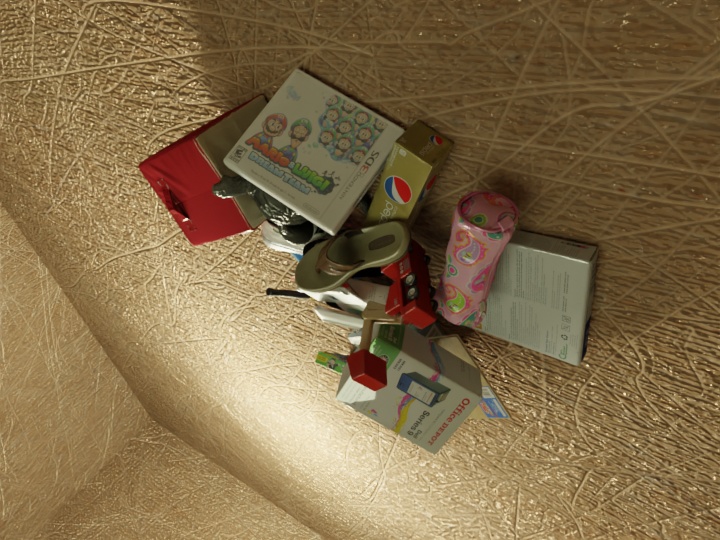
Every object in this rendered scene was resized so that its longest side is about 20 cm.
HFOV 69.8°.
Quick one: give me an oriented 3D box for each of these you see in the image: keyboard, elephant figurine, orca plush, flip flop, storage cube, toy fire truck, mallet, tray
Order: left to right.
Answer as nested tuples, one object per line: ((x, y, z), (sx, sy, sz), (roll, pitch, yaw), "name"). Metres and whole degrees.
((-0.230, -0.167, 0.889), (0.179, 0.200, 0.172), (-8, 121, 41), "storage cube")
((-0.098, -0.112, 0.809), (0.154, 0.200, 0.142), (18, 138, 30), "elephant figurine")
((-0.103, 0.049, 1.021), (0.066, 0.199, 0.042), (15, 94, 54), "mallet")
((-0.052, 0.042, 0.882), (0.056, 0.011, 0.200), (27, 167, -25), "keyboard")
((-0.037, 0.091, 0.995), (0.107, 0.022, 0.200), (14, 177, -2), "tray")
((-0.020, -0.025, 0.766), (0.199, 0.082, 0.057), (-18, 159, 27), "flip flop")
((0.000, 0.000, 0.860), (0.199, 0.071, 0.106), (22, 123, -11), "orca plush")
((0.044, 0.059, 0.759), (0.049, 0.201, 0.141), (33, 125, -31), "toy fire truck")

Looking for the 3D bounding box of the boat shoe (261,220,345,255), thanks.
((-0.077, -0.058, 0.900), (0.198, 0.074, 0.067), (6, 150, -2), "boat shoe")

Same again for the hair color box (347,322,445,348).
((0.076, 0.144, 1.026), (0.199, 0.061, 0.099), (-13, 118, 50), "hair color box")

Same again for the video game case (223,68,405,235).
((-0.066, -0.175, 0.739), (0.199, 0.183, 0.024), (33, 170, 13), "video game case")

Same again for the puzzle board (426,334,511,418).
((0.165, 0.196, 0.936), (0.150, 0.017, 0.201), (-16, 117, 45), "puzzle board")

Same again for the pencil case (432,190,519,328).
((0.154, -0.009, 0.705), (0.087, 0.087, 0.201), (27, 140, 21), "pencil case")

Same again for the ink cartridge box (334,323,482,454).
((0.080, 0.188, 0.856), (0.199, 0.088, 0.146), (31, 115, -6), "ink cartridge box")

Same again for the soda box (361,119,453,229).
((0.063, -0.115, 0.764), (0.064, 0.068, 0.200), (35, 144, 10), "soda box")

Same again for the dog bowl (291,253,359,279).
((-0.084, -0.040, 1.000), (0.200, 0.050, 0.111), (49, 145, -7), "dog bowl")

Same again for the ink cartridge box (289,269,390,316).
((-0.021, 0.047, 0.912), (0.198, 0.051, 0.161), (10, 170, -14), "ink cartridge box")

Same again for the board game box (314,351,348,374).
((0.016, 0.227, 1.132), (0.199, 0.029, 0.134), (17, 175, 31), "board game box")

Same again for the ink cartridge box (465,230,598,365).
((0.239, 0.031, 0.768), (0.199, 0.043, 0.197), (19, 138, 35), "ink cartridge box")
